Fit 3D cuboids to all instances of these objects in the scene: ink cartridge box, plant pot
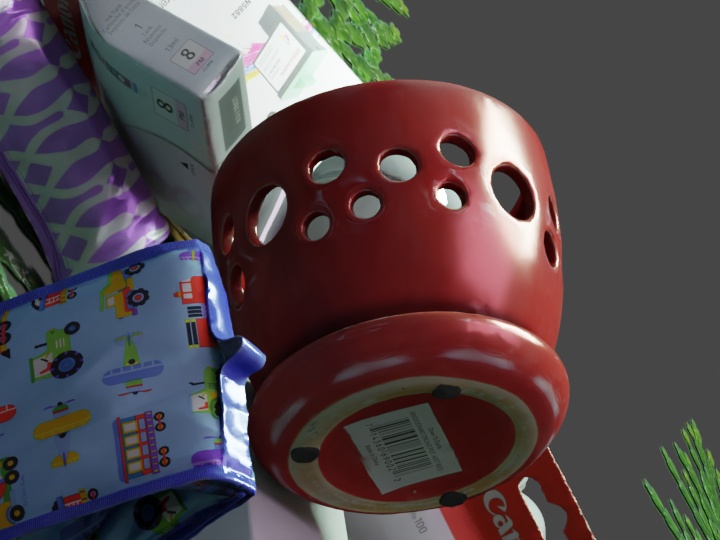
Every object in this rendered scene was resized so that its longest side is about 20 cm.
[{"bbox_3d":[-0.154,-0.115,1.440,0.199,0.057,0.163,27,-27,19],"label":"ink cartridge box"},{"bbox_3d":[0.048,0.195,1.491,0.163,0.199,0.057,62,27,-1],"label":"ink cartridge box"},{"bbox_3d":[0.023,0.023,1.300,0.200,0.199,0.183,43,29,-49],"label":"plant pot"},{"bbox_3d":[-0.100,-0.124,1.581,0.200,0.084,0.145,47,59,-12],"label":"ink cartridge box"}]

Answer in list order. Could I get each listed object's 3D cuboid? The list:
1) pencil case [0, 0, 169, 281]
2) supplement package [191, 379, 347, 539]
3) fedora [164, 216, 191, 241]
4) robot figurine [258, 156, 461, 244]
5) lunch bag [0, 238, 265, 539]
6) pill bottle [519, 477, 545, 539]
[{"bbox_3d":[-0.196,-0.084,1.424,0.085,0.084,0.201,-39,102,-37],"label":"pencil case"},{"bbox_3d":[-0.084,0.157,1.329,0.121,0.119,0.201,48,22,-41],"label":"supplement package"},{"bbox_3d":[-0.098,-0.079,1.689,0.201,0.081,0.201,53,19,-28],"label":"fedora"},{"bbox_3d":[0.000,0.000,1.507,0.169,0.113,0.201,32,63,-14],"label":"robot figurine"},{"bbox_3d":[-0.137,0.076,1.155,0.094,0.199,0.151,45,25,-43],"label":"lunch bag"},{"bbox_3d":[0.070,0.211,1.582,0.112,0.111,0.202,-52,145,-71],"label":"pill bottle"}]
